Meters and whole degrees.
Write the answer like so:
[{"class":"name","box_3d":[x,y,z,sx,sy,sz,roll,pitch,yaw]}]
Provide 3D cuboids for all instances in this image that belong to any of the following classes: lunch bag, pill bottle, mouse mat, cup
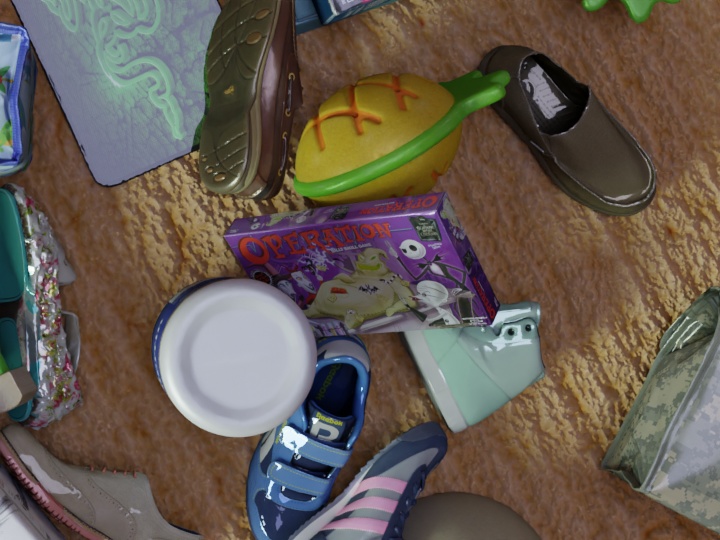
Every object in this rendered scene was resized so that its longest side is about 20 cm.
[{"class":"lunch bag","box_3d":[-0.348,-0.138,1.026,0.199,0.170,0.128,2,90,-11]},{"class":"pill bottle","box_3d":[-0.105,0.063,1.068,0.115,0.200,0.116,0,90,-11]},{"class":"lunch bag","box_3d":[0.336,0.130,1.209,0.164,0.118,0.201,27,90,-10]},{"class":"mouse mat","box_3d":[-0.188,-0.188,1.145,0.160,0.008,0.201,-26,95,-11]},{"class":"cup","box_3d":[0.097,0.298,1.145,0.199,0.143,0.201,0,90,-13]}]

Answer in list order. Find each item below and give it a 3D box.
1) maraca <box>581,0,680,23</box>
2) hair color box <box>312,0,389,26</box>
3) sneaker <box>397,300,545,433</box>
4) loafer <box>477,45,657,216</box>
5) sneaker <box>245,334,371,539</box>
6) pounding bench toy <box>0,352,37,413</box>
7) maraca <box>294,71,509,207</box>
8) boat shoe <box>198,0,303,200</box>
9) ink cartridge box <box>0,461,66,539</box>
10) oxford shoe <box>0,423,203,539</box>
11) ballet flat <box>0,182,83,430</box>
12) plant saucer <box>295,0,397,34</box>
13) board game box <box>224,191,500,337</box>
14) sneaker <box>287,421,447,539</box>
[{"class":"maraca","box_3d":[0.239,-0.319,1.185,0.137,0.107,0.201,11,89,-5]},{"class":"hair color box","box_3d":[0.044,-0.291,1.149,0.199,0.061,0.100,-24,96,-12]},{"class":"sneaker","box_3d":[0.086,0.028,1.172,0.118,0.074,0.201,-28,106,-4]},{"class":"loafer","box_3d":[0.186,-0.121,1.196,0.200,0.067,0.076,38,83,-10]},{"class":"sneaker","box_3d":[-0.043,0.145,1.143,0.074,0.082,0.201,17,90,-13]},{"class":"pounding bench toy","box_3d":[-0.352,0.032,1.043,0.199,0.124,0.157,-1,91,-7]},{"class":"maraca","box_3d":[0.033,-0.115,1.123,0.200,0.137,0.107,-32,113,-18]},{"class":"boat shoe","box_3d":[-0.085,-0.155,1.138,0.067,0.072,0.201,18,76,-48]},{"class":"ink cartridge box","box_3d":[-0.290,0.209,1.055,0.083,0.146,0.200,-39,99,-10]},{"class":"oxford shoe","box_3d":[-0.216,0.183,1.117,0.200,0.071,0.074,46,77,-19]},{"class":"ballet flat","box_3d":[-0.262,0.028,1.109,0.064,0.075,0.201,-8,98,-43]},{"class":"plant saucer","box_3d":[0.018,-0.267,1.183,0.199,0.019,0.070,-20,95,-10]},{"class":"board game box","box_3d":[0.000,0.000,1.089,0.120,0.199,0.032,64,38,-29]},{"class":"sneaker","box_3d":[0.018,0.215,1.142,0.082,0.070,0.200,36,69,29]}]
